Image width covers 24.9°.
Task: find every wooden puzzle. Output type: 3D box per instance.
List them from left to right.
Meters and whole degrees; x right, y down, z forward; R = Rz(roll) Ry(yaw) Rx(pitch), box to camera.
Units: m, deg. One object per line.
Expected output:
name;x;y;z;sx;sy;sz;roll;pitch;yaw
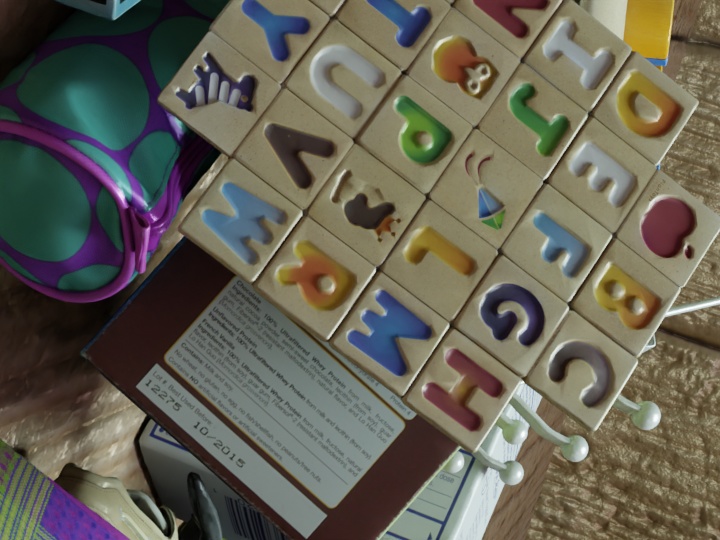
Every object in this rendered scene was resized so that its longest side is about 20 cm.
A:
wooden puzzle;0.147;-0.085;0.904;0.200;0.046;0.186;66;31;-66

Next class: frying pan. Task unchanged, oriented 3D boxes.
frying pan;-0.070;0.177;0.869;0.031;0.115;0.190;-28;167;-10

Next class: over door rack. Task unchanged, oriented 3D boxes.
over door rack;0.115;0.053;0.815;0.200;0.067;0.148;-25;174;-28

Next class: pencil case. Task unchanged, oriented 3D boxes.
pencil case;-0.076;-0.074;0.651;0.200;0.092;0.085;-54;158;-45

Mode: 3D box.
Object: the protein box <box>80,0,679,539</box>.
protein box;0.000;0.000;0.712;0.200;0.135;0.199;-48;-176;-3

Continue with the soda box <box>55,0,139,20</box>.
soda box;-0.068;-0.168;0.614;0.200;0.063;0.069;-50;156;-51

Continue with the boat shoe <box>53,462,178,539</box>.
boat shoe;-0.118;0.144;0.810;0.200;0.075;0.069;80;26;-75

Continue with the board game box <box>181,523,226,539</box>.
board game box;-0.062;0.171;1.105;0.200;0.048;0.102;-46;152;-58

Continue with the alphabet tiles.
alphabet tiles;0.033;-0.039;0.601;0.167;0.200;0.006;-55;-174;-18

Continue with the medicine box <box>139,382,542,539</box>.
medicine box;0.003;0.070;0.943;0.103;0.182;0.200;85;28;-59

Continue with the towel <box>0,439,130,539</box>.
towel;-0.105;0.162;0.660;0.023;0.200;0.144;-37;-157;21

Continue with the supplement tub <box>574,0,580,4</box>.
supplement tub;0.057;-0.156;0.926;0.200;0.144;0.145;30;80;-75
